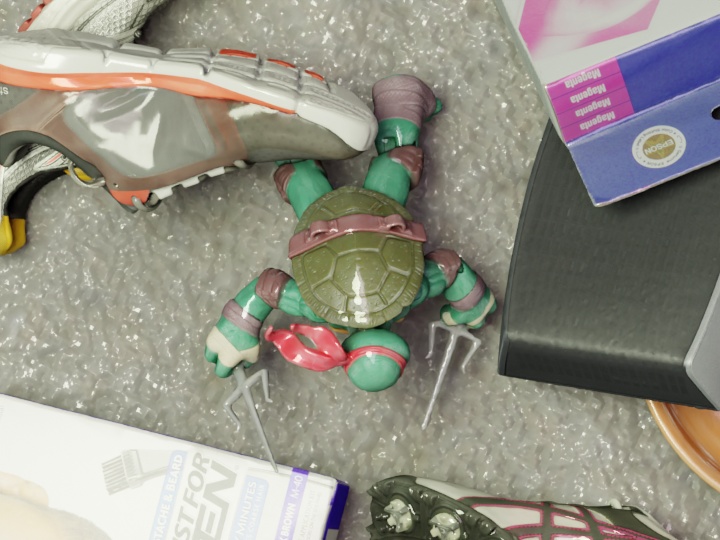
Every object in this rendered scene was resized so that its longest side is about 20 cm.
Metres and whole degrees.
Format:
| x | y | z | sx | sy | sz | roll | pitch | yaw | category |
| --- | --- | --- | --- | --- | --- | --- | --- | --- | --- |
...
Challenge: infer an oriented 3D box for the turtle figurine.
| x | y | z | sx | sy | sz | roll | pitch | yaw | category |
| --- | --- | --- | --- | --- | --- | --- | --- | --- | --- |
| 0.000 | 0.000 | 1.254 | 0.149 | 0.101 | 0.200 | 2 | 61 | -12 | turtle figurine |

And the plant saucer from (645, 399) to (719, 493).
| x | y | z | sx | sy | sz | roll | pitch | yaw | category |
| --- | --- | --- | --- | --- | --- | --- | --- | --- | --- |
| 0.238 | 0.031 | 1.271 | 0.200 | 0.037 | 0.200 | -1 | 82 | 5 | plant saucer |

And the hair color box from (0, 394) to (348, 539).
| x | y | z | sx | sy | sz | roll | pitch | yaw | category |
| --- | --- | --- | --- | --- | --- | --- | --- | --- | --- |
| -0.117 | 0.135 | 1.270 | 0.200 | 0.065 | 0.109 | 13 | 84 | 8 | hair color box |

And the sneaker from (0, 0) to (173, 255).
| x | y | z | sx | sy | sz | roll | pitch | yaw | category |
| --- | --- | --- | --- | --- | --- | --- | --- | --- | --- |
| -0.148 | -0.092 | 1.309 | 0.082 | 0.078 | 0.200 | 44 | 98 | 5 | sneaker |

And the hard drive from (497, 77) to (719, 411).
| x | y | z | sx | sy | sz | roll | pitch | yaw | category |
| --- | --- | --- | --- | --- | --- | --- | --- | --- | --- |
| 0.145 | -0.036 | 1.250 | 0.135 | 0.042 | 0.200 | 9 | 71 | 25 | hard drive |

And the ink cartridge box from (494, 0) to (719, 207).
| x | y | z | sx | sy | sz | roll | pitch | yaw | category |
| --- | --- | --- | --- | --- | --- | --- | --- | --- | --- |
| 0.171 | -0.147 | 1.250 | 0.196 | 0.043 | 0.200 | -23 | 48 | 1 | ink cartridge box |

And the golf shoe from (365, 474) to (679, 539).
| x | y | z | sx | sy | sz | roll | pitch | yaw | category |
| --- | --- | --- | --- | --- | --- | --- | --- | --- | --- |
| 0.097 | 0.150 | 1.257 | 0.200 | 0.088 | 0.077 | 22 | 126 | 25 | golf shoe |

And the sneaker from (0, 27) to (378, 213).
| x | y | z | sx | sy | sz | roll | pitch | yaw | category |
| --- | --- | --- | --- | --- | --- | --- | --- | --- | --- |
| -0.091 | -0.068 | 1.245 | 0.200 | 0.077 | 0.082 | 10 | 104 | 9 | sneaker |
